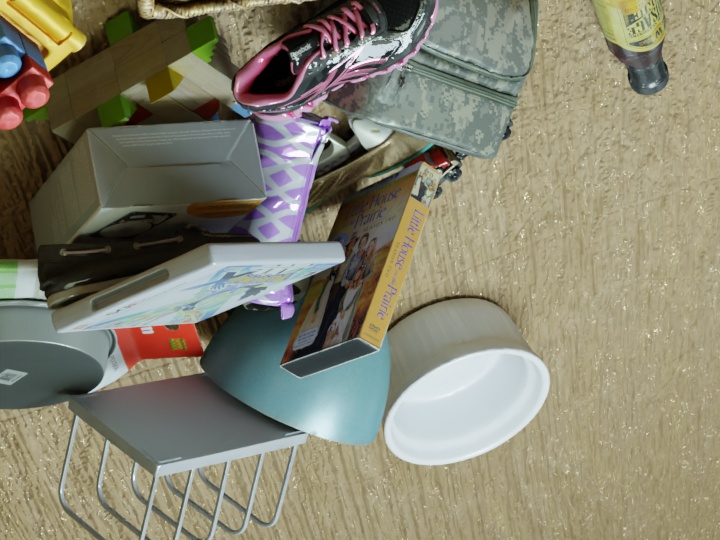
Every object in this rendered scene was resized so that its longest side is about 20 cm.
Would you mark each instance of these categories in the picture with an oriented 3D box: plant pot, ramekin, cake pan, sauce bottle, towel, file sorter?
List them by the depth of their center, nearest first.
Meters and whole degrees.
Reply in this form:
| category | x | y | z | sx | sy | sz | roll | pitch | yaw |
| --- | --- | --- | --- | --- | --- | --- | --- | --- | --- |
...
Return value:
| category | x | y | z | sx | sy | sz | roll | pitch | yaw |
| --- | --- | --- | --- | --- | --- | --- | --- | --- | --- |
| towel | -0.259 | 0.013 | 1.698 | 0.200 | 0.031 | 0.149 | 0 | 159 | -15 |
| cake pan | -0.332 | 0.085 | 1.755 | 0.200 | 0.037 | 0.200 | -5 | 155 | -2 |
| sauce bottle | 0.263 | -0.246 | 1.785 | 0.066 | 0.066 | 0.200 | -28 | 143 | 4 |
| file sorter | -0.181 | 0.196 | 1.830 | 0.200 | 0.139 | 0.125 | -7 | 120 | -47 |
| plant pot | -0.049 | 0.074 | 1.913 | 0.200 | 0.200 | 0.135 | 17 | 101 | -41 |
| ramekin | 0.106 | 0.123 | 2.103 | 0.200 | 0.098 | 0.201 | -15 | 140 | -13 |

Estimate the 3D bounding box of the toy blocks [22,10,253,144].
| category | x | y | z | sx | sy | sz | roll | pitch | yaw |
| --- | --- | --- | --- | --- | --- | --- | --- | --- | --- |
| toy blocks | -0.179 | -0.153 | 1.643 | 0.200 | 0.100 | 0.137 | -26 | 152 | 19 |

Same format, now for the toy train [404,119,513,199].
| category | x | y | z | sx | sy | sz | roll | pitch | yaw |
| --- | --- | --- | --- | --- | --- | --- | --- | --- | --- |
| toy train | 0.070 | -0.099 | 1.877 | 0.200 | 0.034 | 0.046 | -40 | 136 | 18 |

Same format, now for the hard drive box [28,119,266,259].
| category | x | y | z | sx | sy | sz | roll | pitch | yaw |
| --- | --- | --- | --- | --- | --- | --- | --- | --- | --- |
| hard drive box | -0.195 | -0.063 | 1.661 | 0.156 | 0.077 | 0.200 | -5 | 166 | -26 |

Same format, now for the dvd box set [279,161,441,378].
| category | x | y | z | sx | sy | sz | roll | pitch | yaw |
| --- | --- | --- | --- | --- | --- | --- | --- | --- | --- |
| dvd box set | 0.000 | 0.000 | 1.782 | 0.029 | 0.200 | 0.146 | 32 | 152 | -23 |

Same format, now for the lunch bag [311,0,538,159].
| category | x | y | z | sx | sy | sz | roll | pitch | yaw |
| --- | --- | --- | --- | --- | --- | --- | --- | --- | --- |
| lunch bag | 0.057 | -0.208 | 1.664 | 0.200 | 0.139 | 0.168 | 15 | 99 | -40 |

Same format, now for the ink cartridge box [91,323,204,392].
| category | x | y | z | sx | sy | sz | roll | pitch | yaw |
| --- | --- | --- | --- | --- | --- | --- | --- | --- | --- |
| ink cartridge box | -0.268 | 0.065 | 1.829 | 0.200 | 0.050 | 0.162 | -3 | 142 | 7 |

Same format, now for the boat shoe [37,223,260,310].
| category | x | y | z | sx | sy | sz | roll | pitch | yaw |
| --- | --- | --- | --- | --- | --- | --- | --- | --- | --- |
| boat shoe | -0.184 | -0.016 | 1.610 | 0.200 | 0.057 | 0.067 | -13 | 171 | -16 |

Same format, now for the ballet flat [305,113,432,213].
| category | x | y | z | sx | sy | sz | roll | pitch | yaw |
| --- | --- | --- | --- | --- | --- | --- | --- | --- | --- |
| ballet flat | -0.017 | -0.118 | 1.794 | 0.200 | 0.068 | 0.072 | -26 | 128 | 10 |

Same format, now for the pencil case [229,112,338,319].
| category | x | y | z | sx | sy | sz | roll | pitch | yaw |
| --- | --- | --- | --- | --- | --- | --- | --- | --- | --- |
| pencil case | -0.080 | -0.063 | 1.737 | 0.084 | 0.085 | 0.200 | -18 | 124 | -68 |

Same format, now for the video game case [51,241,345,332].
| category | x | y | z | sx | sy | sz | roll | pitch | yaw |
| --- | --- | --- | --- | --- | --- | --- | --- | --- | --- |
| video game case | -0.139 | 0.014 | 1.612 | 0.182 | 0.022 | 0.200 | -22 | 170 | 31 |

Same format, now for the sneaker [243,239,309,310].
| category | x | y | z | sx | sy | sz | roll | pitch | yaw |
| --- | --- | --- | --- | --- | --- | --- | --- | --- | --- |
| sneaker | -0.150 | -0.013 | 1.834 | 0.200 | 0.083 | 0.081 | 9 | 144 | -13 |

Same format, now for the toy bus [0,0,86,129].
| category | x | y | z | sx | sy | sz | roll | pitch | yaw |
| --- | --- | --- | --- | --- | --- | --- | --- | --- | --- |
| toy bus | -0.317 | -0.177 | 1.453 | 0.200 | 0.192 | 0.136 | -34 | 143 | 14 |

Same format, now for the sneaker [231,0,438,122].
| category | x | y | z | sx | sy | sz | roll | pitch | yaw |
| --- | --- | --- | --- | --- | --- | --- | --- | --- | --- |
| sneaker | -0.025 | -0.188 | 1.538 | 0.200 | 0.079 | 0.095 | -33 | 172 | 18 |

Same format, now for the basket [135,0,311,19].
| category | x | y | z | sx | sy | sz | roll | pitch | yaw |
| --- | --- | --- | --- | --- | --- | --- | --- | --- | --- |
| basket | -0.081 | -0.291 | 1.441 | 0.200 | 0.149 | 0.143 | -9 | 176 | -19 |
